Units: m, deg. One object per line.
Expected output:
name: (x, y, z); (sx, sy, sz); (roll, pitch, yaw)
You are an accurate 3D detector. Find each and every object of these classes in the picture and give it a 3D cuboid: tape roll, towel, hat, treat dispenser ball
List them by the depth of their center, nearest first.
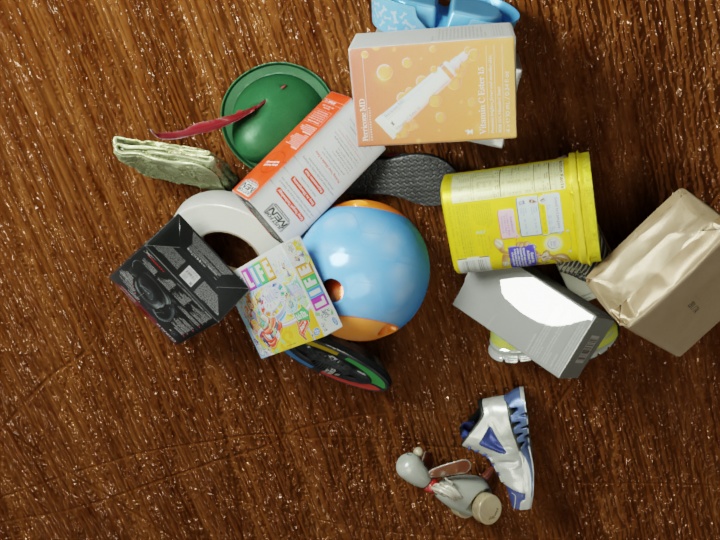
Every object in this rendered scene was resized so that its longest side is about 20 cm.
hat: (-0.138, -0.181, 1.289); (0.199, 0.176, 0.166); (-23, 108, 15)
towel: (-0.256, -0.146, 1.316); (0.147, 0.200, 0.037); (10, 87, 2)
treat dispenser ball: (0.000, 0.000, 1.344); (0.199, 0.201, 0.202); (2, 114, 5)
tape roll: (-0.192, -0.029, 1.407); (0.201, 0.037, 0.204); (9, 133, 10)

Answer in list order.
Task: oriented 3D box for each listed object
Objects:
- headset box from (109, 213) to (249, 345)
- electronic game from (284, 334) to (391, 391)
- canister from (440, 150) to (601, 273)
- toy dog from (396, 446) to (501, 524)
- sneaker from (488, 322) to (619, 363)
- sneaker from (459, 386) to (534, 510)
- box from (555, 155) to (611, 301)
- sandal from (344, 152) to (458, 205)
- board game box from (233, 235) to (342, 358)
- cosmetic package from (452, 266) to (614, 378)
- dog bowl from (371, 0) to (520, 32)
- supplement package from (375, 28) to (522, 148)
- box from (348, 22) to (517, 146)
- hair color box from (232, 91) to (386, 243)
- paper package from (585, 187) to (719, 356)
headset box: (-0.272, 0.021, 1.380); (0.149, 0.077, 0.200); (47, 149, -10)
electronic game: (-0.045, 0.135, 1.435); (0.199, 0.200, 0.042); (26, 71, -6)
canister: (0.219, -0.075, 1.280); (0.198, 0.087, 0.149); (-6, 115, 15)
toy dog: (0.156, 0.335, 1.532); (0.131, 0.097, 0.200); (11, 156, 41)
sneaker: (0.290, 0.087, 1.422); (0.198, 0.078, 0.091); (-6, 111, 9)
sneaker: (0.220, 0.283, 1.522); (0.114, 0.081, 0.201); (-5, 106, 12)
box: (0.304, -0.057, 1.360); (0.082, 0.068, 0.201); (-26, 109, 17)
sandal: (0.055, -0.139, 1.369); (0.199, 0.045, 0.076); (7, 110, 19)
board game box: (-0.113, 0.042, 1.313); (0.200, 0.034, 0.135); (-25, 91, 57)
cosmetic package: (0.244, 0.058, 1.350); (0.200, 0.090, 0.107); (38, 106, 31)
dog bowl: (0.107, -0.333, 1.237); (0.198, 0.112, 0.050); (11, 124, 0)
supplement package: (0.107, -0.251, 1.271); (0.198, 0.110, 0.114); (13, 115, 0)
box: (0.092, -0.231, 1.167); (0.198, 0.098, 0.125); (-3, 114, 7)
hair color box: (-0.069, -0.140, 1.303); (0.200, 0.061, 0.102); (-46, 126, -10)
paper package: (0.440, 0.006, 1.294); (0.191, 0.104, 0.200); (-46, 141, 16)
